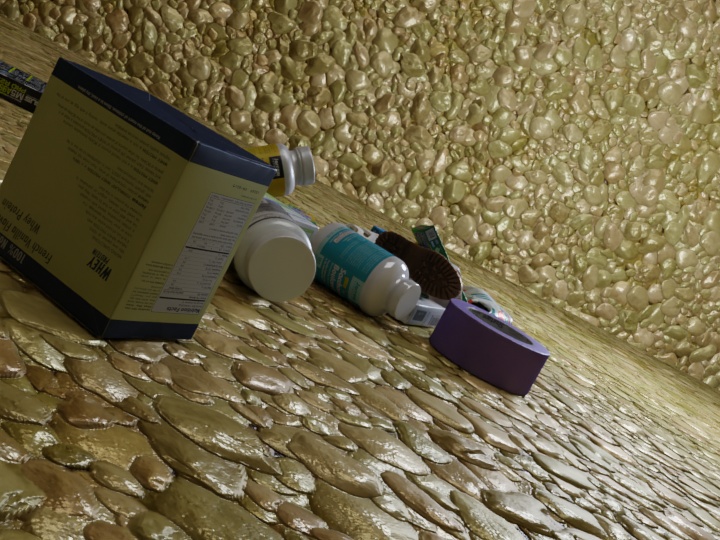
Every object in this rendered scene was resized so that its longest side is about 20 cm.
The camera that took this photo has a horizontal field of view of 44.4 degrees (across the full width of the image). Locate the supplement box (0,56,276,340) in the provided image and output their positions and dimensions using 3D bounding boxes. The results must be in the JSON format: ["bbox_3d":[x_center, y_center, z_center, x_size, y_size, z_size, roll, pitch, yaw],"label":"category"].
[{"bbox_3d":[-0.230,-0.065,0.870,0.200,0.200,0.134,32,9,26],"label":"supplement box"}]

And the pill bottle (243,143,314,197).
[{"bbox_3d":[-0.201,-0.205,1.840,0.200,0.112,0.111,-11,20,-13],"label":"pill bottle"}]

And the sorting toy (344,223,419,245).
[{"bbox_3d":[0.048,-0.042,1.925,0.180,0.107,0.200,31,6,-23],"label":"sorting toy"}]

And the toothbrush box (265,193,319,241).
[{"bbox_3d":[-0.198,-0.098,1.591,0.200,0.086,0.146,36,12,38],"label":"toothbrush box"}]

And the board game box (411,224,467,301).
[{"bbox_3d":[0.177,-0.005,1.965,0.200,0.029,0.135,66,-7,-6],"label":"board game box"}]

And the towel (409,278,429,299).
[{"bbox_3d":[0.050,-0.012,1.732,0.152,0.023,0.200,29,8,-17],"label":"towel"}]

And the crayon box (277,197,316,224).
[{"bbox_3d":[-0.164,-0.117,1.931,0.126,0.052,0.200,27,8,-11],"label":"crayon box"}]

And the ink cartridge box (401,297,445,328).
[{"bbox_3d":[0.051,0.037,1.688,0.200,0.057,0.162,30,8,26],"label":"ink cartridge box"}]

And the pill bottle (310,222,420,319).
[{"bbox_3d":[0.006,0.006,1.526,0.200,0.111,0.111,32,9,29],"label":"pill bottle"}]

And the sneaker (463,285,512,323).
[{"bbox_3d":[0.269,0.079,2.079,0.093,0.070,0.200,29,8,-39],"label":"sneaker"}]

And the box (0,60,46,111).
[{"bbox_3d":[-0.699,-0.376,1.796,0.160,0.044,0.200,24,9,-21],"label":"box"}]

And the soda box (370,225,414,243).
[{"bbox_3d":[0.103,-0.052,2.351,0.200,0.068,0.064,20,11,-44],"label":"soda box"}]

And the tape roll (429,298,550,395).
[{"bbox_3d":[0.228,0.134,1.567,0.200,0.085,0.200,27,8,-4],"label":"tape roll"}]

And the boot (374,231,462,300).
[{"bbox_3d":[0.127,-0.004,1.677,0.200,0.075,0.107,37,6,32],"label":"boot"}]

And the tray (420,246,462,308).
[{"bbox_3d":[0.170,0.035,1.787,0.107,0.022,0.200,33,-28,30],"label":"tray"}]

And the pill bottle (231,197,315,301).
[{"bbox_3d":[-0.135,-0.031,1.285,0.114,0.114,0.200,24,9,-24],"label":"pill bottle"}]
